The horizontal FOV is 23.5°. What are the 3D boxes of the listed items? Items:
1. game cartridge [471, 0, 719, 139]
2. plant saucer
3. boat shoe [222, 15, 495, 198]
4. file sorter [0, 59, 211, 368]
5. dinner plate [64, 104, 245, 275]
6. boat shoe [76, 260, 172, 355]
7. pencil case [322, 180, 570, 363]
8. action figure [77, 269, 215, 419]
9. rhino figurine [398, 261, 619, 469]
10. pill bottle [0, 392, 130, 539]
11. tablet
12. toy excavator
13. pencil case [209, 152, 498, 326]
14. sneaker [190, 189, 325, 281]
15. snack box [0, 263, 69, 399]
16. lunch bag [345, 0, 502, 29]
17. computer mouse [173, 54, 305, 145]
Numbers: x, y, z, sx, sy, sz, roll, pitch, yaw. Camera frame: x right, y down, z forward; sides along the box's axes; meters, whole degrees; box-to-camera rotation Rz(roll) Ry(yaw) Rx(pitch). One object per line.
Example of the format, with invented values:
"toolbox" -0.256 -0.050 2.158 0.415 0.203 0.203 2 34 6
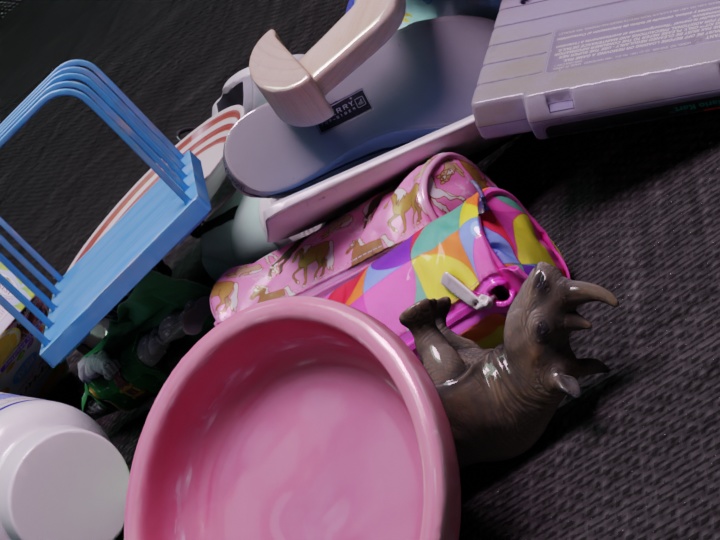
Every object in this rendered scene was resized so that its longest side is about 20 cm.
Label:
"game cartridge" 0.166 -0.130 0.967 0.198 0.039 0.130 -8 40 22
"plant saucer" -0.028 0.115 0.819 0.199 0.051 0.203 -11 72 38
"boat shoe" 0.009 -0.095 1.079 0.199 0.072 0.066 -28 -6 -7
"file sorter" -0.191 -0.049 1.137 0.139 0.123 0.200 -45 14 3
"dinner plate" -0.151 -0.045 1.298 0.200 0.024 0.201 -40 17 15
"boat shoe" -0.177 0.024 1.329 0.093 0.074 0.200 -57 23 -12
"pencil case" 0.021 0.032 0.945 0.199 0.088 0.089 -35 23 29
"action figure" -0.141 0.065 1.184 0.200 0.118 0.055 -31 35 51
"rhino figurine" 0.048 0.057 0.856 0.199 0.088 0.060 -31 -8 32
"pill bottle" -0.225 0.141 1.151 0.112 0.112 0.199 -51 22 -19
"tablet" 0.032 -0.065 1.059 0.198 0.014 0.130 -24 -3 -5
"toy excavator" 0.021 -0.196 1.040 0.193 0.100 0.201 -20 47 15
"pencil case" 0.000 0.000 1.045 0.199 0.082 0.087 -27 47 36
"sneaker" -0.060 -0.075 1.307 0.118 0.074 0.201 -29 25 42
"snack box" -0.295 0.086 1.332 0.143 0.053 0.200 -51 -10 -18
"lunch bag" 0.082 -0.188 1.182 0.169 0.127 0.201 -33 35 23
"computer mouse" -0.084 -0.124 1.388 0.109 0.044 0.200 -15 -4 -16
